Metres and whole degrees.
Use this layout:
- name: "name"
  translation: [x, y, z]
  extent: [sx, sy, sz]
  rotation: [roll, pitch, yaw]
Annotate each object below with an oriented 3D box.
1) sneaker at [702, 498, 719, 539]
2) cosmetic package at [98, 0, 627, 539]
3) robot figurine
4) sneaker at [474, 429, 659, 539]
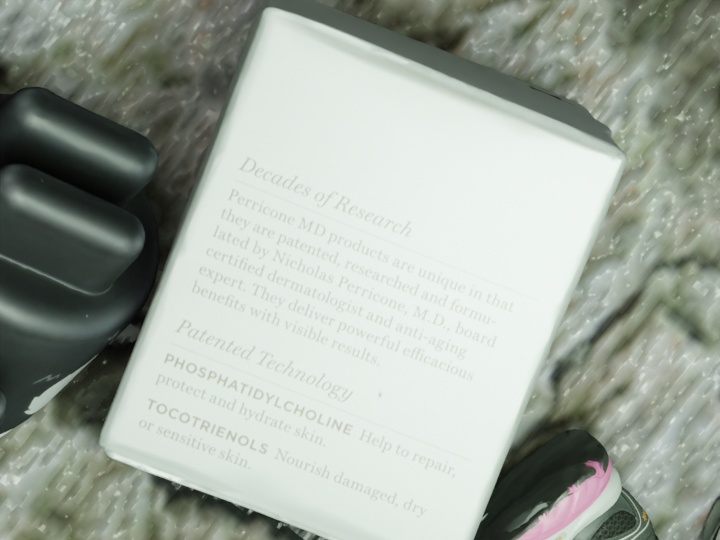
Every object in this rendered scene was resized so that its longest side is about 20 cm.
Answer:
- name: "sneaker"
  translation: [0.168, 0.191, 1.227]
  extent: [0.074, 0.089, 0.201]
  rotation: [19, 100, -5]
- name: "cosmetic package"
  translation: [0.000, 0.000, 1.152]
  extent: [0.166, 0.167, 0.201]
  rotation: [21, 98, -4]
- name: "robot figurine"
  translation: [-0.165, 0.002, 1.146]
  extent: [0.125, 0.150, 0.200]
  rotation: [53, 134, 4]
- name: "sneaker"
  translation: [0.061, 0.173, 1.230]
  extent: [0.200, 0.080, 0.086]
  rotation: [-40, 108, 12]
